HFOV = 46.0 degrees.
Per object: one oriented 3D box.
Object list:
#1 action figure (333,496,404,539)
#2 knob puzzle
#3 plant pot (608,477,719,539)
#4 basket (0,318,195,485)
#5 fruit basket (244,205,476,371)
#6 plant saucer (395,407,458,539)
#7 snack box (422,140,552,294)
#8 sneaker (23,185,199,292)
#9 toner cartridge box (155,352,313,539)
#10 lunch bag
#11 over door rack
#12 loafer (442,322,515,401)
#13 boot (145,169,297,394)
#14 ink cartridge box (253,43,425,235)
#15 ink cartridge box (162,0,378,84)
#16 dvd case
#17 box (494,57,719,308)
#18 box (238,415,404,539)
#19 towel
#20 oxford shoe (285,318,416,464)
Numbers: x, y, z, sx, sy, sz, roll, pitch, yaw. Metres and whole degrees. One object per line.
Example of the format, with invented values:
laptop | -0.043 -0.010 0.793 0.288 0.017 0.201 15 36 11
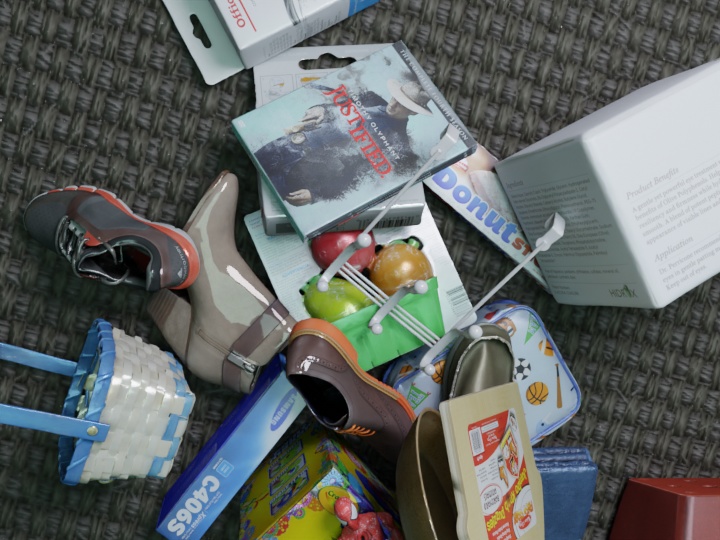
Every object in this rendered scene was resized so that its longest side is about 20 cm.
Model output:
action figure | 0.037 0.279 0.708 0.065 0.099 0.201 -34 96 2
knob puzzle | 0.118 0.207 0.746 0.030 0.219 0.221 -14 98 27
plant pot | 0.380 0.320 0.913 0.199 0.200 0.178 2 84 -8
basket | -0.268 0.121 0.806 0.199 0.176 0.140 22 96 -20
fruit basket | 0.000 0.000 0.889 0.184 0.094 0.201 -25 82 -5
plant saucer | 0.075 0.217 0.718 0.035 0.200 0.201 -22 98 16
snack box | 0.159 -0.062 0.924 0.200 0.024 0.072 39 87 -10
sneaker | -0.254 -0.029 0.810 0.199 0.082 0.078 15 111 19
toner cartridge box | -0.128 0.182 0.872 0.043 0.095 0.200 39 90 -10
lunch bag | 0.128 0.138 0.914 0.199 0.076 0.161 -31 101 -5
over door rack | 0.073 -0.013 0.787 0.148 0.067 0.200 39 104 -10
loafer | 0.118 0.152 0.841 0.075 0.070 0.201 6 97 -13
boot | -0.125 0.021 0.856 0.146 0.070 0.201 34 110 7
ink cartridge box | -0.028 -0.136 0.869 0.161 0.050 0.201 -4 64 -7
ink cartridge box | -0.092 -0.284 0.842 0.199 0.068 0.116 -29 89 -4
dvd case | -0.006 -0.131 0.831 0.199 0.022 0.146 -27 72 -16
box | 0.280 -0.082 0.837 0.198 0.200 0.172 -28 97 -14
box | -0.012 0.273 0.846 0.122 0.193 0.200 -43 100 -1
towel | 0.186 0.280 0.921 0.111 0.049 0.201 1 117 -10
oxford shoe | -0.008 0.139 0.825 0.071 0.073 0.200 -26 119 32
